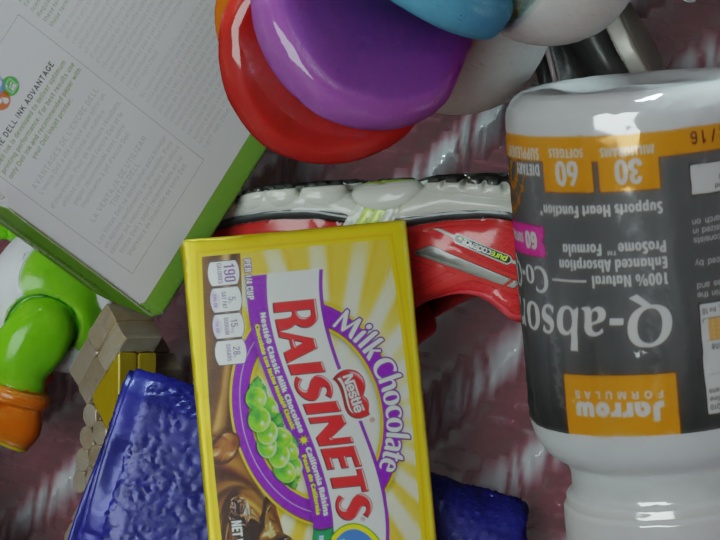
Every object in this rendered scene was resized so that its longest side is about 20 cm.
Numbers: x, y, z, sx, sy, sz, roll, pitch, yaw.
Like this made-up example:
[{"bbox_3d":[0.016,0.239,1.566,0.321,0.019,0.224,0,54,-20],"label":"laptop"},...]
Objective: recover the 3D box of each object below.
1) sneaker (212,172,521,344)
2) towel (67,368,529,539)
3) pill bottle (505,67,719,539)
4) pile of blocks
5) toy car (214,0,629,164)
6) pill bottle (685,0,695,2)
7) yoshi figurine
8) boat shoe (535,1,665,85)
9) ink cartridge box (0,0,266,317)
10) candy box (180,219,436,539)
[{"bbox_3d":[0.000,0.000,1.130,0.199,0.077,0.086,-2,91,26],"label":"sneaker"},{"bbox_3d":[-0.035,0.143,1.103,0.199,0.050,0.149,18,86,-1],"label":"towel"},{"bbox_3d":[0.126,0.019,1.030,0.116,0.116,0.202,-2,99,26],"label":"pill bottle"},{"bbox_3d":[-0.097,0.117,1.171,0.082,0.062,0.202,10,98,48],"label":"pile of blocks"},{"bbox_3d":[0.005,-0.120,0.992,0.174,0.200,0.151,33,65,-12],"label":"toy car"},{"bbox_3d":[0.179,-0.217,1.033,0.200,0.116,0.116,-45,70,18],"label":"pill bottle"},{"bbox_3d":[-0.158,-0.022,1.192,0.112,0.112,0.201,31,97,31],"label":"yoshi figurine"},{"bbox_3d":[0.072,-0.155,1.108,0.057,0.067,0.201,-28,78,17],"label":"boat shoe"},{"bbox_3d":[-0.136,-0.097,1.085,0.076,0.200,0.148,16,72,56],"label":"ink cartridge box"},{"bbox_3d":[-0.020,0.082,1.071,0.101,0.026,0.202,-5,86,-6],"label":"candy box"}]
